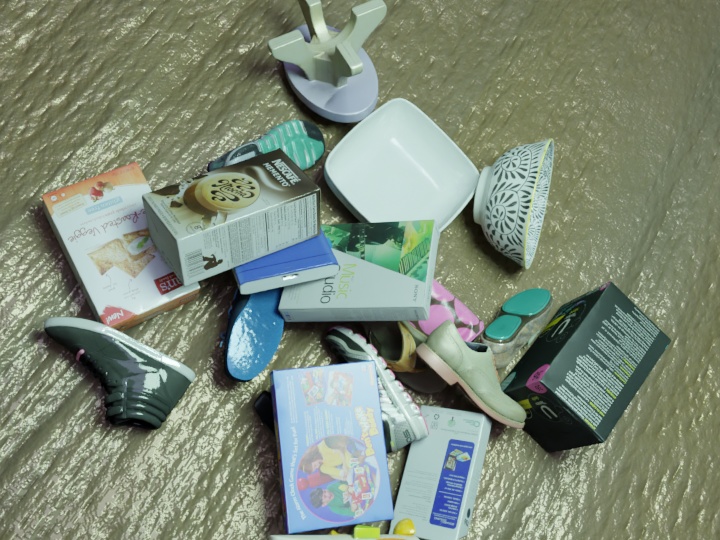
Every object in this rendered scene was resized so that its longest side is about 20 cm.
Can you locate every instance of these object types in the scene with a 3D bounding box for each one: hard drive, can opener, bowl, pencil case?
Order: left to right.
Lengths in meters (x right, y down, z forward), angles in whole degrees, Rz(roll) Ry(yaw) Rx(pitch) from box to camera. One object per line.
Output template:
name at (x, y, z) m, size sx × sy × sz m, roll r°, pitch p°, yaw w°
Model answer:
hard drive at (-0.124, -0.054, 1.147) m, size 0.132 × 0.025 × 0.200 m, roll -12°, pitch 45°, yaw -16°
can opener at (-0.049, 0.221, 1.122) m, size 0.200 × 0.079 × 0.063 m, roll 43°, pitch 20°, yaw 5°
bowl at (0.056, -0.134, 1.267) m, size 0.200 × 0.075 × 0.200 m, roll 45°, pitch 64°, yaw 1°
pencil case at (0.078, 0.051, 1.205) m, size 0.200 × 0.091 × 0.094 m, roll 38°, pitch 70°, yaw -5°
bowl at (0.228, -0.108, 1.276) m, size 0.094 × 0.201 × 0.201 m, roll 12°, pitch 65°, yaw 17°

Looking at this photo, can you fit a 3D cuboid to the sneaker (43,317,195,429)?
sneaker at (-0.317, 0.134, 1.054) m, size 0.200 × 0.071 × 0.099 m, roll 27°, pitch 61°, yaw -12°

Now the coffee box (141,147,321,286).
coffee box at (-0.163, -0.073, 1.086) m, size 0.200 × 0.080 × 0.113 m, roll -23°, pitch 47°, yaw -25°

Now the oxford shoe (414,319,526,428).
oxford shoe at (0.167, 0.145, 1.145) m, size 0.200 × 0.071 × 0.074 m, roll 40°, pitch 90°, yaw -24°

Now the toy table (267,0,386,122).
toy table at (-0.048, -0.327, 1.244) m, size 0.184 × 0.117 × 0.200 m, roll -36°, pitch 66°, yaw -18°

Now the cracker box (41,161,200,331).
cracker box at (-0.319, -0.029, 1.118) m, size 0.134 × 0.058 × 0.200 m, roll -25°, pitch 82°, yaw -23°

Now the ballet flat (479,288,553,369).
ballet flat at (0.229, 0.088, 1.246) m, size 0.200 × 0.068 × 0.067 m, roll -30°, pitch 125°, yaw -48°

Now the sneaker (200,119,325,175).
sneaker at (-0.141, -0.171, 1.223) m, size 0.200 × 0.087 × 0.074 m, roll -26°, pitch 108°, yaw -47°

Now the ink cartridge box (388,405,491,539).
ink cartridge box at (0.107, 0.285, 1.131) m, size 0.099 × 0.039 × 0.200 m, roll 4°, pitch 63°, yaw 30°

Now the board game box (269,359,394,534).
board game box at (-0.038, 0.221, 1.065) m, size 0.134 × 0.045 × 0.200 m, roll -4°, pitch 79°, yaw -12°

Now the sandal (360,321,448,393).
sandal at (0.047, 0.099, 1.162) m, size 0.200 × 0.080 × 0.054 m, roll 55°, pitch 29°, yaw -16°

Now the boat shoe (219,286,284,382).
boat shoe at (-0.140, 0.062, 1.143) m, size 0.084 × 0.069 × 0.200 m, roll 30°, pitch 60°, yaw -21°

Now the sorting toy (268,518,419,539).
sorting toy at (-0.036, 0.362, 1.019) m, size 0.180 × 0.200 × 0.107 m, roll 13°, pitch 43°, yaw -14°

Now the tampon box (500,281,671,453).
tampon box at (0.317, 0.143, 1.215) m, size 0.126 × 0.150 × 0.200 m, roll 44°, pitch 65°, yaw -1°

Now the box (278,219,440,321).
box at (0.000, 0.000, 1.125) m, size 0.200 × 0.036 × 0.144 m, roll -1°, pitch 54°, yaw 16°

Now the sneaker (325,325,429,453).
sneaker at (0.004, 0.166, 1.147) m, size 0.087 × 0.074 × 0.200 m, roll -35°, pitch 78°, yaw -14°
